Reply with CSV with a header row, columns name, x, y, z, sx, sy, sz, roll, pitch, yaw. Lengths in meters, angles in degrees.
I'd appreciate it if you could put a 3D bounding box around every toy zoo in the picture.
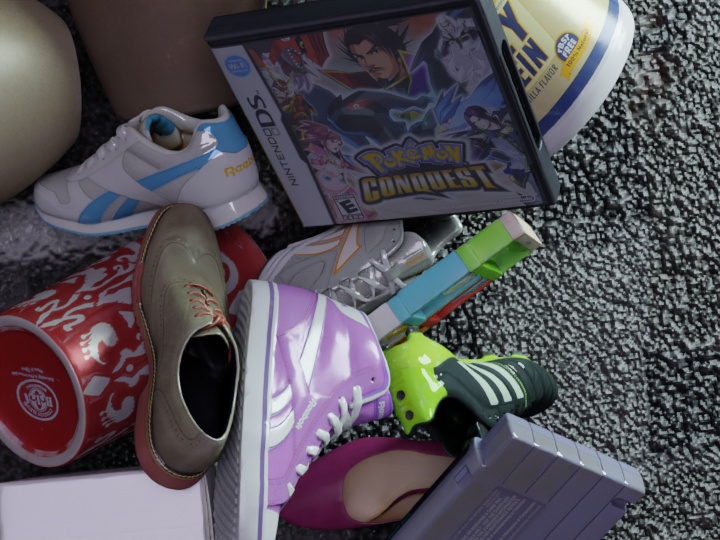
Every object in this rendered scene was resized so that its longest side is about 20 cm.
name,x,y,z,sx,sy,sz,roll,pitch,yaw
toy zoo,0.043,0.028,1.148,0.199,0.131,0.021,-37,80,9

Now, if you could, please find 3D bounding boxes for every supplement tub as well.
name,x,y,z,sx,sy,sz,roll,pitch,yaw
supplement tub,0.074,-0.180,1.085,0.199,0.144,0.145,34,84,-16

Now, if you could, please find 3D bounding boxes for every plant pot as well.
name,x,y,z,sx,sy,sz,roll,pitch,yaw
plant pot,-0.144,-0.208,1.169,0.198,0.200,0.177,-9,103,-2
plant pot,-0.281,-0.135,1.154,0.133,0.200,0.203,-8,84,-23

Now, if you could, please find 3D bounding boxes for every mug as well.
name,x,y,z,sx,sy,sz,roll,pitch,yaw
mug,-0.177,0.060,1.114,0.177,0.199,0.134,-37,86,38

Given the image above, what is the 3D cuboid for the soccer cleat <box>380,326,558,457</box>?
name,x,y,z,sx,sy,sz,roll,pitch,yaw
soccer cleat,0.082,0.098,1.136,0.067,0.199,0.082,-35,60,30

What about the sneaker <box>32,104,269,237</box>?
name,x,y,z,sx,sy,sz,roll,pitch,yaw
sneaker,-0.159,-0.074,1.136,0.198,0.077,0.082,-3,114,30

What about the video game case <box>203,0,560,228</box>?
name,x,y,z,sx,sy,sz,roll,pitch,yaw
video game case,0.017,-0.107,1.058,0.198,0.182,0.026,-4,44,26

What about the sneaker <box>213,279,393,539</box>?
name,x,y,z,sx,sy,sz,roll,pitch,yaw
sneaker,-0.032,0.105,1.025,0.113,0.073,0.203,14,63,-15

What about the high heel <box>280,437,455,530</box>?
name,x,y,z,sx,sy,sz,roll,pitch,yaw
high heel,0.035,0.160,1.161,0.198,0.096,0.068,-17,100,-3

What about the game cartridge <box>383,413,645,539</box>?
name,x,y,z,sx,sy,sz,roll,pitch,yaw
game cartridge,0.094,0.193,1.123,0.129,0.039,0.201,27,119,-22

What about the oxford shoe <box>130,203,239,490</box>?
name,x,y,z,sx,sy,sz,roll,pitch,yaw
oxford shoe,-0.104,0.037,1.019,0.070,0.075,0.202,12,58,-32

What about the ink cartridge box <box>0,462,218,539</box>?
name,x,y,z,sx,sy,sz,roll,pitch,yaw
ink cartridge box,-0.168,0.181,1.105,0.145,0.200,0.084,-5,84,-2

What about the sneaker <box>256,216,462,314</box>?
name,x,y,z,sx,sy,sz,roll,pitch,yaw
sneaker,0.000,0.000,1.137,0.200,0.091,0.076,-49,125,-38
